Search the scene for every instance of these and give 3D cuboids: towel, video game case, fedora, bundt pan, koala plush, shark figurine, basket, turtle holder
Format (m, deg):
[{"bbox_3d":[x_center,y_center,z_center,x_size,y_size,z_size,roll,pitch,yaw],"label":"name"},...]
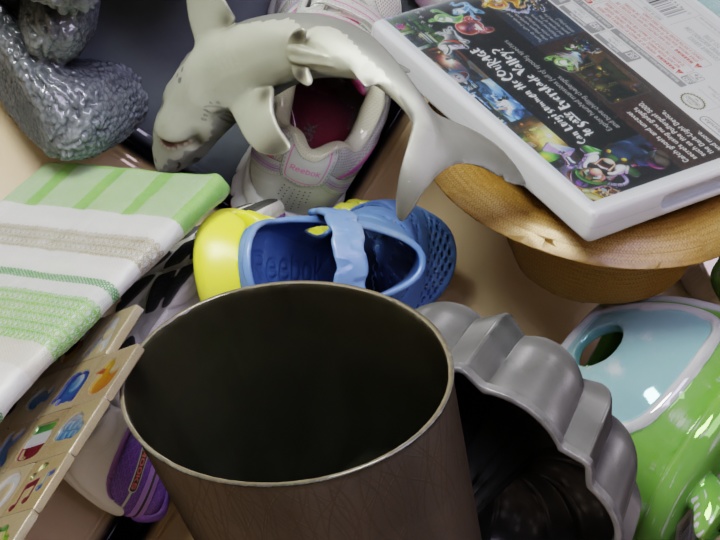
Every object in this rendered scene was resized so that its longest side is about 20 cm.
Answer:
[{"bbox_3d":[-0.173,0.015,1.397,0.200,0.149,0.031,-45,125,-32],"label":"towel"},{"bbox_3d":[0.133,-0.099,1.473,0.181,0.023,0.200,-19,44,-29],"label":"video game case"},{"bbox_3d":[0.126,-0.042,1.488,0.199,0.082,0.201,3,39,-2],"label":"fedora"},{"bbox_3d":[0.056,0.096,1.406,0.201,0.202,0.076,36,48,-1],"label":"bundt pan"},{"bbox_3d":[-0.129,-0.197,1.485,0.199,0.178,0.184,-28,55,-26],"label":"koala plush"},{"bbox_3d":[-0.014,-0.105,1.427,0.089,0.214,0.129,-15,109,-51],"label":"shark figurine"},{"bbox_3d":[-0.008,0.127,1.321,0.136,0.180,0.201,-44,131,-31],"label":"basket"},{"bbox_3d":[0.176,0.067,1.484,0.131,0.141,0.186,33,93,21],"label":"turtle holder"}]

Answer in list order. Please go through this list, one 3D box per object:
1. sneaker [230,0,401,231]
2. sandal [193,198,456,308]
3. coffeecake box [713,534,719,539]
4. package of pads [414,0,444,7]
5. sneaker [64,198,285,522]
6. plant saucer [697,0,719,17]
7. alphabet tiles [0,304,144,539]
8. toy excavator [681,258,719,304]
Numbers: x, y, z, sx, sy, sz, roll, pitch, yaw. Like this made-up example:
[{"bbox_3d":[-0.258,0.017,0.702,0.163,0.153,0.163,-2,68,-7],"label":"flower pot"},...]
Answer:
[{"bbox_3d":[-0.013,-0.114,1.533,0.081,0.088,0.201,16,62,-12],"label":"sneaker"},{"bbox_3d":[0.000,0.000,1.451,0.200,0.087,0.080,-10,95,-57],"label":"sandal"},{"bbox_3d":[0.247,0.222,1.431,0.153,0.073,0.201,-34,114,-30],"label":"coffeecake box"},{"bbox_3d":[0.130,-0.137,1.604,0.120,0.076,0.200,-38,83,-31],"label":"package of pads"},{"bbox_3d":[-0.091,0.047,1.452,0.083,0.080,0.201,43,60,-22],"label":"sneaker"},{"bbox_3d":[0.237,-0.183,1.639,0.199,0.036,0.201,28,37,-24],"label":"plant saucer"},{"bbox_3d":[-0.179,0.101,1.331,0.006,0.166,0.200,42,58,-19],"label":"alphabet tiles"},{"bbox_3d":[0.311,-0.019,1.615,0.194,0.100,0.200,38,68,1],"label":"toy excavator"}]
